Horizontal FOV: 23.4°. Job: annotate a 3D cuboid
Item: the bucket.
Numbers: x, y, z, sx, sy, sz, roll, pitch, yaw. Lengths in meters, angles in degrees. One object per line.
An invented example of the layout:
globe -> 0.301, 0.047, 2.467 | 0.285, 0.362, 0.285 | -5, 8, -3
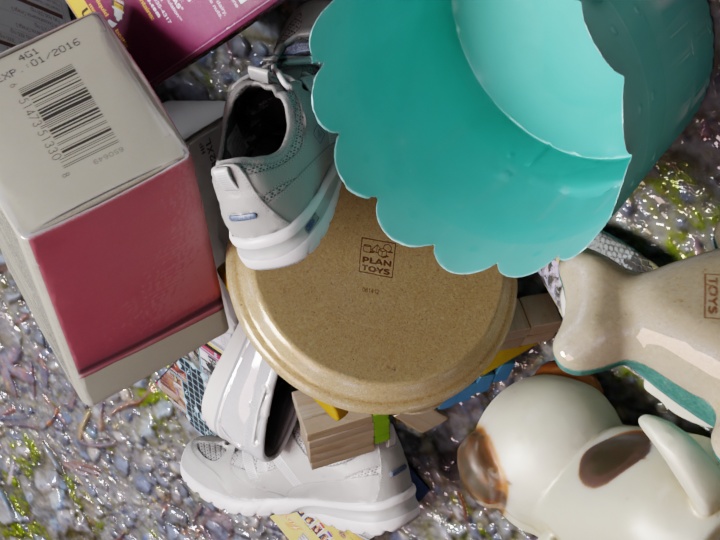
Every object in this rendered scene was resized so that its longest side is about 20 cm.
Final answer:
bucket -> 0.087, -0.112, 0.959 | 0.206, 0.135, 0.209 | 21, 129, 27

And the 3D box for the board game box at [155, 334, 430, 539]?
board game box -> -0.055, 0.124, 1.316 | 0.200, 0.035, 0.135 | 49, 137, 2

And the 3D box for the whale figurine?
whale figurine -> 0.201, 0.044, 0.949 | 0.198, 0.160, 0.104 | 7, 147, 0

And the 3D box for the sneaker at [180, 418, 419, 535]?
sneaker -> -0.044, 0.131, 1.248 | 0.199, 0.075, 0.083 | 3, 104, 32

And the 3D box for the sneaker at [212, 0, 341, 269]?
sneaker -> -0.037, -0.099, 1.024 | 0.074, 0.201, 0.082 | -9, 135, 22

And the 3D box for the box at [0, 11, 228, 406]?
box -> -0.162, -0.033, 1.054 | 0.128, 0.108, 0.201 | 55, 165, 28

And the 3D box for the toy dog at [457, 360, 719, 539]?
toy dog -> 0.151, 0.142, 1.068 | 0.199, 0.140, 0.194 | 31, 164, 42

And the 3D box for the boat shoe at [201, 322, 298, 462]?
boat shoe -> -0.043, 0.037, 1.177 | 0.068, 0.072, 0.201 | 34, 103, 29

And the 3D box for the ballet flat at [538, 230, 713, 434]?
ballet flat -> 0.174, 0.040, 1.039 | 0.200, 0.072, 0.072 | 35, 135, 17

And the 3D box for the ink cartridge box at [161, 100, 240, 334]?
ink cartridge box -> -0.156, -0.042, 1.251 | 0.199, 0.084, 0.146 | 4, 119, 38

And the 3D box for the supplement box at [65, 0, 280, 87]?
supplement box -> -0.074, -0.203, 1.036 | 0.199, 0.131, 0.104 | -25, 101, 46

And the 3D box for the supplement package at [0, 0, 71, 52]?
supplement package -> -0.269, -0.140, 1.179 | 0.116, 0.117, 0.202 | -24, 71, 25

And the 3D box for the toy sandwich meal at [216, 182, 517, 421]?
toy sandwich meal -> 0.000, 0.000, 1.090 | 0.205, 0.205, 0.070 | 44, 157, 7

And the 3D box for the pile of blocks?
pile of blocks -> 0.039, 0.058, 1.148 | 0.199, 0.082, 0.063 | -28, 61, 13
